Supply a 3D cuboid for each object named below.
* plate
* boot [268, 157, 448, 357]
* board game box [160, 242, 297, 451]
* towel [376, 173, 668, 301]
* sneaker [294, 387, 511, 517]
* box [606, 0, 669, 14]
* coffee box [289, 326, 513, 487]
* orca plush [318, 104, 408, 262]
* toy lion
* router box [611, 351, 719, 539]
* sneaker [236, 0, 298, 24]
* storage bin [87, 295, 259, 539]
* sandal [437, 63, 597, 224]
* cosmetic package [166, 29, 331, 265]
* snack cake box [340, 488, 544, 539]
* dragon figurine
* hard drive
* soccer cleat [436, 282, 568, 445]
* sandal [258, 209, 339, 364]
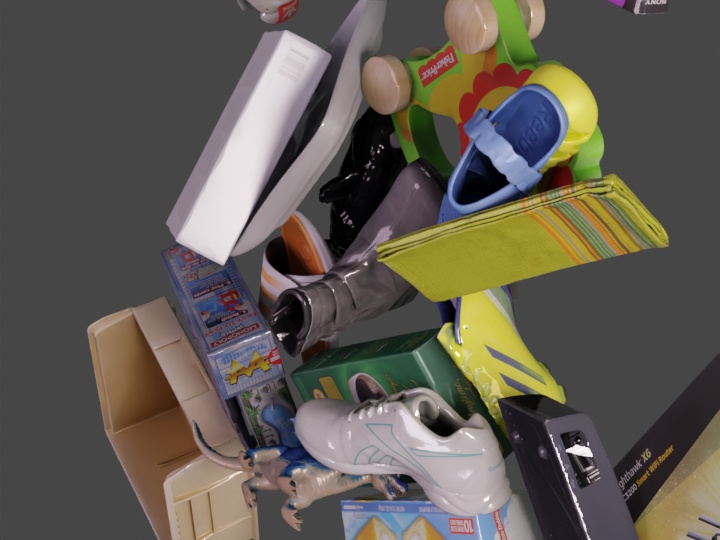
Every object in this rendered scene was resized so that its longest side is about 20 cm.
[{"bbox_3d":[-0.037,-0.127,1.457,0.200,0.032,0.201,-52,15,47],"label":"plate"},{"bbox_3d":[0.000,0.000,1.379,0.070,0.131,0.200,51,150,22],"label":"boot"},{"bbox_3d":[-0.107,0.083,1.536,0.200,0.061,0.201,-132,21,-72],"label":"board game box"},{"bbox_3d":[0.114,-0.017,1.223,0.199,0.086,0.018,-16,51,33],"label":"towel"},{"bbox_3d":[0.031,0.123,1.338,0.200,0.070,0.081,14,125,35],"label":"sneaker"},{"bbox_3d":[0.156,-0.278,1.216,0.200,0.036,0.144,38,127,49],"label":"box"},{"bbox_3d":[0.031,0.118,1.429,0.200,0.044,0.123,-17,105,57],"label":"coffee box"},{"bbox_3d":[-0.014,-0.073,1.473,0.200,0.071,0.106,-49,55,48],"label":"orca plush"},{"bbox_3d":[0.101,-0.108,1.314,0.200,0.068,0.193,-28,80,55],"label":"toy lion"},{"bbox_3d":[0.258,0.148,1.119,0.158,0.052,0.200,63,142,29],"label":"router box"},{"bbox_3d":[-0.061,-0.270,1.531,0.199,0.070,0.094,12,123,53],"label":"sneaker"},{"bbox_3d":[-0.185,0.163,1.698,0.200,0.093,0.199,58,160,34],"label":"storage bin"},{"bbox_3d":[0.092,-0.064,1.234,0.080,0.087,0.200,46,141,21],"label":"sandal"},{"bbox_3d":[-0.101,-0.111,1.495,0.201,0.052,0.151,-62,14,2],"label":"cosmetic package"},{"bbox_3d":[0.069,0.241,1.407,0.200,0.067,0.116,-12,85,56],"label":"snack cake box"},{"bbox_3d":[-0.049,0.161,1.442,0.199,0.099,0.059,14,121,44],"label":"dragon figurine"},{"bbox_3d":[0.160,0.186,1.217,0.135,0.042,0.201,-164,53,-79],"label":"hard drive"},{"bbox_3d":[0.098,0.069,1.318,0.065,0.083,0.201,-47,57,49],"label":"soccer cleat"},{"bbox_3d":[-0.056,0.044,1.525,0.079,0.059,0.208,35,140,50],"label":"sandal"}]
